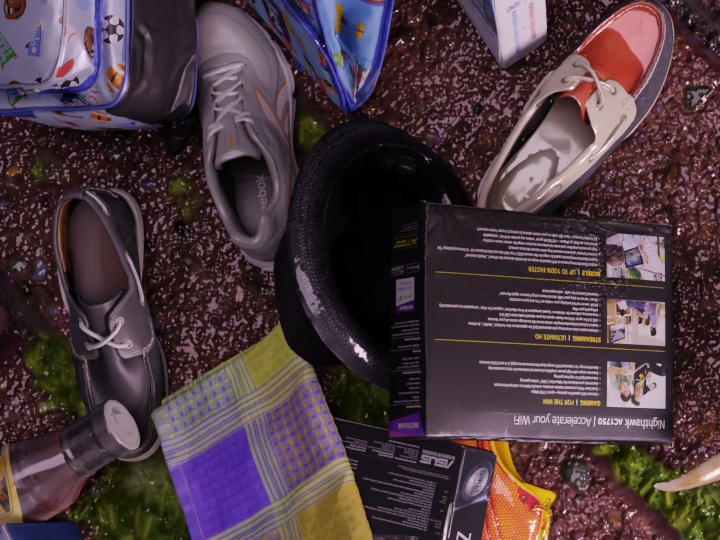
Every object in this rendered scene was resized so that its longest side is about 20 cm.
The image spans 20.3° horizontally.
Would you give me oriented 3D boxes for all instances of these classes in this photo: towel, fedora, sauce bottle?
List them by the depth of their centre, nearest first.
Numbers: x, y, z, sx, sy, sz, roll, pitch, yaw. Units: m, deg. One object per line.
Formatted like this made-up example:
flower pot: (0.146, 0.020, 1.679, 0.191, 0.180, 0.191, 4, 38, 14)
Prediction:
towel: (-0.068, 0.150, 1.376, 0.143, 0.023, 0.201, -31, 64, 28)
fedora: (0.000, 0.000, 1.378, 0.091, 0.200, 0.202, -27, 77, 43)
sauce bottle: (-0.247, 0.156, 1.441, 0.199, 0.066, 0.066, -34, 78, 17)

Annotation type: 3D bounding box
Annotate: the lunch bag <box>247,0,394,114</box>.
lunch bag: (-0.040, -0.215, 1.384, 0.094, 0.201, 0.151, -31, 58, -19)

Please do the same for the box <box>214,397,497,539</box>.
box: (-0.014, 0.182, 1.372, 0.199, 0.043, 0.162, 8, 86, 36)

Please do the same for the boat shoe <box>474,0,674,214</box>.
boat shoe: (0.147, -0.107, 1.391, 0.071, 0.063, 0.200, 38, 92, 16)

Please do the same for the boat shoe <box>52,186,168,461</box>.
boat shoe: (-0.185, 0.039, 1.452, 0.071, 0.068, 0.202, -9, 86, 11)

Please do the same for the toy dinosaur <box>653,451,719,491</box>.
toy dinosaur: (0.285, 0.111, 1.316, 0.199, 0.058, 0.102, -33, 104, -2)

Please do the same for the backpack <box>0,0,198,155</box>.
backpack: (-0.211, -0.185, 1.430, 0.190, 0.153, 0.202, -3, 80, 46)

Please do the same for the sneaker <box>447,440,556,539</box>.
sneaker: (0.100, 0.186, 1.366, 0.077, 0.073, 0.202, -14, 82, 10)

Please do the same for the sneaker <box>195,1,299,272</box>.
sneaker: (-0.083, -0.102, 1.429, 0.075, 0.092, 0.202, -19, 80, 11)

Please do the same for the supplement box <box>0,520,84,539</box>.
supplement box: (-0.257, 0.311, 1.405, 0.199, 0.134, 0.201, -32, 78, 8)

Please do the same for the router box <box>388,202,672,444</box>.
router box: (0.115, 0.038, 1.328, 0.199, 0.051, 0.151, 5, 83, -29)

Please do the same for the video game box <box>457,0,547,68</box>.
video game box: (0.056, -0.251, 1.364, 0.047, 0.182, 0.201, -33, 78, 2)
